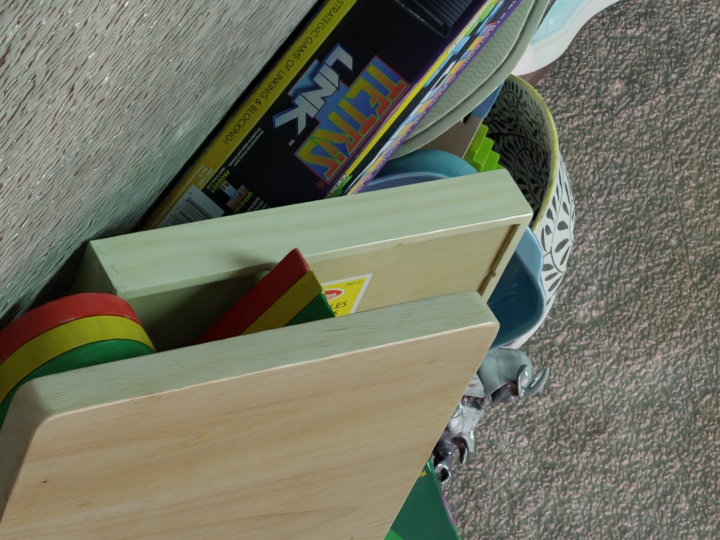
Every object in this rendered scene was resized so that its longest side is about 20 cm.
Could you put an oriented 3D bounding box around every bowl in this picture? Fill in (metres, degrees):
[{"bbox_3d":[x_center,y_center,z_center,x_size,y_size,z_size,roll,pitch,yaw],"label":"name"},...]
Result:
[{"bbox_3d":[0.050,-0.006,1.575,0.201,0.094,0.201,-26,-138,26],"label":"bowl"}]

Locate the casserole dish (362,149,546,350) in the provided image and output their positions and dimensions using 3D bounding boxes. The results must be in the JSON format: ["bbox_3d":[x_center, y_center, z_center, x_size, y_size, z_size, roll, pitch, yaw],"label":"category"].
[{"bbox_3d":[0.000,0.000,1.386,0.200,0.121,0.039,-20,-145,27],"label":"casserole dish"}]

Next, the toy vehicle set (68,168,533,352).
[{"bbox_3d":[-0.034,0.022,1.166,0.200,0.027,0.124,-11,145,-32],"label":"toy vehicle set"}]

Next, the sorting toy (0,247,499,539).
[{"bbox_3d":[-0.074,0.074,1.109,0.200,0.070,0.199,-11,145,-32],"label":"sorting toy"}]

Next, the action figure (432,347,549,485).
[{"bbox_3d":[0.009,0.087,1.477,0.200,0.069,0.130,-22,158,15],"label":"action figure"}]

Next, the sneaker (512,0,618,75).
[{"bbox_3d":[0.112,-0.188,1.695,0.200,0.074,0.082,-41,143,-42],"label":"sneaker"}]

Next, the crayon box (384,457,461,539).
[{"bbox_3d":[-0.045,0.171,1.262,0.200,0.119,0.058,-27,-160,-16],"label":"crayon box"}]

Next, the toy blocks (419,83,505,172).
[{"bbox_3d":[0.049,-0.106,1.451,0.137,0.100,0.200,-63,180,39],"label":"toy blocks"}]

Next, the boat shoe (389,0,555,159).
[{"bbox_3d":[0.061,-0.132,1.334,0.200,0.072,0.068,-52,173,7],"label":"boat shoe"}]

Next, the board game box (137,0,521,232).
[{"bbox_3d":[-0.002,-0.079,1.232,0.200,0.057,0.165,-50,176,12],"label":"board game box"}]
